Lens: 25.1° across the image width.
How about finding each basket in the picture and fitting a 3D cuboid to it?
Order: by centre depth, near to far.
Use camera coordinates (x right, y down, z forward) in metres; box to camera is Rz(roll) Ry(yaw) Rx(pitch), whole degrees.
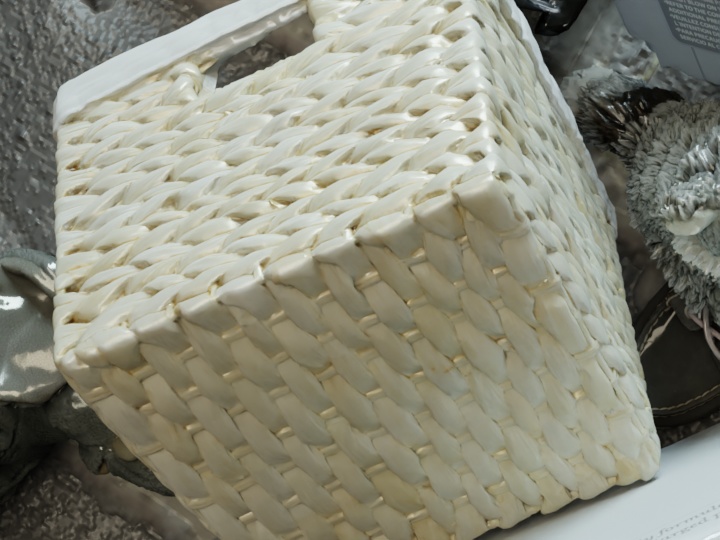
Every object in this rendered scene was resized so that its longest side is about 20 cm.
[{"bbox_3d":[0.000,0.000,0.662,0.197,0.200,0.162,-22,42,14],"label":"basket"}]

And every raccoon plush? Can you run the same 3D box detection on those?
[{"bbox_3d":[0.130,-0.047,0.699,0.199,0.134,0.097,26,86,37],"label":"raccoon plush"}]

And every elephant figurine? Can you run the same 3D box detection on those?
[{"bbox_3d":[-0.148,0.054,0.808,0.199,0.142,0.156,-23,113,7],"label":"elephant figurine"}]

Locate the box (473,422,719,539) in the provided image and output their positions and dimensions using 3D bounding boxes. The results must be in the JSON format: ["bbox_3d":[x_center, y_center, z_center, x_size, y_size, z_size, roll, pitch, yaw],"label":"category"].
[{"bbox_3d":[0.152,0.141,0.639,0.197,0.200,0.132,-22,89,-7],"label":"box"}]

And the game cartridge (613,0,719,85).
[{"bbox_3d":[0.172,-0.115,0.632,0.199,0.133,0.041,27,73,44],"label":"game cartridge"}]

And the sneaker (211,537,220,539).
[{"bbox_3d":[0.017,0.124,0.776,0.198,0.075,0.116,9,86,11],"label":"sneaker"}]

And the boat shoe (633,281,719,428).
[{"bbox_3d":[0.197,0.000,0.748,0.200,0.057,0.067,-39,76,8],"label":"boat shoe"}]

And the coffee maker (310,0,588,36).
[{"bbox_3d":[0.056,-0.214,0.759,0.200,0.135,0.192,-48,35,-11],"label":"coffee maker"}]
